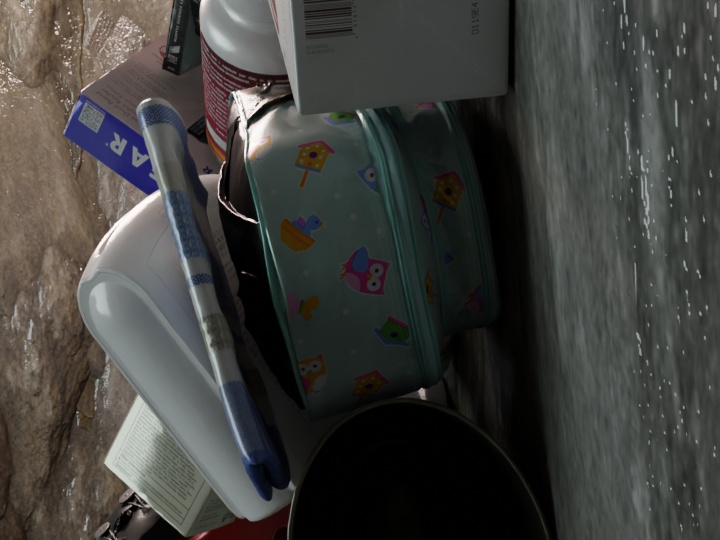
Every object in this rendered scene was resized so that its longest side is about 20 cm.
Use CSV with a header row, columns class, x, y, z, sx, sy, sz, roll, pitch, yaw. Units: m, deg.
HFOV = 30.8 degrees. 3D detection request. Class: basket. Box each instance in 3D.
class,x,y,z,sx,sy,sz,roll,pitch,yaw
basket,0.028,0.154,0.760,0.200,0.135,0.182,-178,71,-88

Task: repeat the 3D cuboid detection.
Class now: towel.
class,x,y,z,sx,sy,sz,roll,pitch,yaw
towel,-0.077,0.019,0.705,0.147,0.024,0.202,88,164,-73

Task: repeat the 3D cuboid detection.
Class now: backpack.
class,x,y,z,sx,sy,sz,roll,pitch,yaw
backpack,-0.003,-0.017,0.735,0.200,0.152,0.177,-88,-12,-71

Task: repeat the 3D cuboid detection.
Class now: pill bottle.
class,x,y,z,sx,sy,sz,roll,pitch,yaw
pill bottle,-0.067,-0.166,1.004,0.201,0.112,0.114,96,166,-56

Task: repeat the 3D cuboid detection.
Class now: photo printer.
class,x,y,z,sx,sy,sz,roll,pitch,yaw
photo printer,-0.086,0.038,0.853,0.201,0.069,0.167,53,-146,-9

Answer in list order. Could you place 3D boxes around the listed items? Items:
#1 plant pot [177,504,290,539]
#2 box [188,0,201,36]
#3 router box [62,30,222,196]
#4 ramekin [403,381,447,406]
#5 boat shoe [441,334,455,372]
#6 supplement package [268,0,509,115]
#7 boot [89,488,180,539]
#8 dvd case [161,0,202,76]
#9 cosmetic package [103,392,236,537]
class,x,y,z,sx,sy,sz,roll,pitch,yaw
plant pot,-0.060,0.233,1.183,0.182,0.201,0.200,42,-178,-11
box,-0.072,-0.305,1.035,0.201,0.049,0.199,-55,-16,-22
router box,-0.125,-0.112,1.129,0.049,0.199,0.180,-56,-1,35
ramekin,0.002,0.172,0.987,0.202,0.093,0.205,-174,90,-82
boat shoe,0.000,0.000,0.938,0.200,0.071,0.070,47,164,26
supplement package,0.005,-0.176,0.705,0.200,0.108,0.115,-107,12,-61
boot,-0.184,0.195,1.171,0.201,0.065,0.165,-58,17,-17
dvd case,-0.106,-0.277,1.105,0.146,0.022,0.201,-43,-26,-52
cosmetic package,-0.110,0.096,1.029,0.201,0.103,0.073,-60,-24,15
